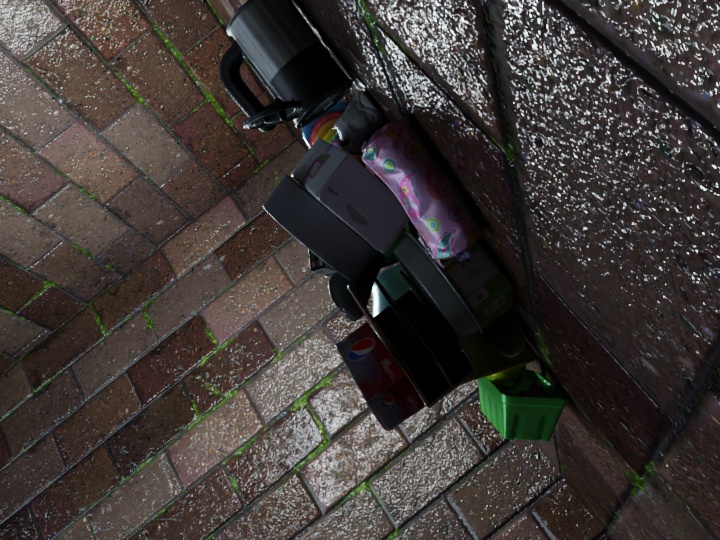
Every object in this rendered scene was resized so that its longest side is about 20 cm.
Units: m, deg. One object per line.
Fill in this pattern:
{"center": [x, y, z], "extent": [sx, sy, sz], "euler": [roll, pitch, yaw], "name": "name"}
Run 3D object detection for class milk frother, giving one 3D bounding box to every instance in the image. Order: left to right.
{"center": [-0.135, -0.315, 1.078], "extent": [0.189, 0.180, 0.200], "euler": [52, -177, -2], "name": "milk frother"}

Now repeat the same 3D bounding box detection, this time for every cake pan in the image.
{"center": [0.116, 0.028, 1.098], "extent": [0.201, 0.037, 0.200], "euler": [54, 180, 0], "name": "cake pan"}

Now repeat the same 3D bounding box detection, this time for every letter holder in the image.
{"center": [0.078, 0.090, 1.125], "extent": [0.201, 0.100, 0.143], "euler": [53, 178, 39], "name": "letter holder"}

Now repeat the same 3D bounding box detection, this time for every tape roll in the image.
{"center": [-0.066, -0.070, 1.167], "extent": [0.200, 0.066, 0.200], "euler": [40, -176, -3], "name": "tape roll"}

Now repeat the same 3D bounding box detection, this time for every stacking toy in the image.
{"center": [-0.028, -0.222, 1.297], "extent": [0.117, 0.109, 0.200], "euler": [53, -177, -31], "name": "stacking toy"}

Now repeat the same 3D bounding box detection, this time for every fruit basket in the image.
{"center": [0.298, 0.202, 1.360], "extent": [0.216, 0.153, 0.220], "euler": [-175, 90, -83], "name": "fruit basket"}

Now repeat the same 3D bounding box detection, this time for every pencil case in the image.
{"center": [0.083, -0.105, 0.942], "extent": [0.201, 0.087, 0.087], "euler": [54, 179, -11], "name": "pencil case"}

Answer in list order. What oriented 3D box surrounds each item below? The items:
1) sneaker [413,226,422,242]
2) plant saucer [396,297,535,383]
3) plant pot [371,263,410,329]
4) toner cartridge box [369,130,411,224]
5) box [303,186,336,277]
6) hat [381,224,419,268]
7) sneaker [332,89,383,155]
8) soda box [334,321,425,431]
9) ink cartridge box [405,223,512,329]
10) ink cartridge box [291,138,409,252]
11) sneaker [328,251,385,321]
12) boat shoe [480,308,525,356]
{"center": [0.140, -0.022, 1.400], "extent": [0.201, 0.087, 0.076], "euler": [55, -178, 16], "name": "sneaker"}
{"center": [0.182, 0.121, 1.265], "extent": [0.201, 0.198, 0.049], "euler": [52, 135, 34], "name": "plant saucer"}
{"center": [0.108, 0.095, 1.480], "extent": [0.200, 0.198, 0.190], "euler": [53, -166, -58], "name": "plant pot"}
{"center": [0.061, -0.148, 1.141], "extent": [0.096, 0.043, 0.200], "euler": [58, 176, 15], "name": "toner cartridge box"}
{"center": [-0.061, -0.091, 1.334], "extent": [0.110, 0.034, 0.204], "euler": [19, -117, -60], "name": "box"}
{"center": [0.031, -0.107, 1.318], "extent": [0.167, 0.198, 0.176], "euler": [63, -174, 15], "name": "hat"}
{"center": [-0.002, -0.223, 1.158], "extent": [0.071, 0.080, 0.200], "euler": [50, 180, 15], "name": "sneaker"}
{"center": [0.025, 0.155, 1.060], "extent": [0.064, 0.069, 0.200], "euler": [58, 177, -24], "name": "soda box"}
{"center": [0.156, -0.013, 1.140], "extent": [0.201, 0.075, 0.148], "euler": [55, -179, 19], "name": "ink cartridge box"}
{"center": [-0.017, -0.124, 1.125], "extent": [0.144, 0.085, 0.200], "euler": [38, -176, -24], "name": "ink cartridge box"}
{"center": [0.000, 0.000, 1.259], "extent": [0.076, 0.090, 0.202], "euler": [35, -140, -28], "name": "sneaker"}
{"center": [0.229, 0.075, 1.247], "extent": [0.066, 0.074, 0.201], "euler": [36, -163, -52], "name": "boat shoe"}
